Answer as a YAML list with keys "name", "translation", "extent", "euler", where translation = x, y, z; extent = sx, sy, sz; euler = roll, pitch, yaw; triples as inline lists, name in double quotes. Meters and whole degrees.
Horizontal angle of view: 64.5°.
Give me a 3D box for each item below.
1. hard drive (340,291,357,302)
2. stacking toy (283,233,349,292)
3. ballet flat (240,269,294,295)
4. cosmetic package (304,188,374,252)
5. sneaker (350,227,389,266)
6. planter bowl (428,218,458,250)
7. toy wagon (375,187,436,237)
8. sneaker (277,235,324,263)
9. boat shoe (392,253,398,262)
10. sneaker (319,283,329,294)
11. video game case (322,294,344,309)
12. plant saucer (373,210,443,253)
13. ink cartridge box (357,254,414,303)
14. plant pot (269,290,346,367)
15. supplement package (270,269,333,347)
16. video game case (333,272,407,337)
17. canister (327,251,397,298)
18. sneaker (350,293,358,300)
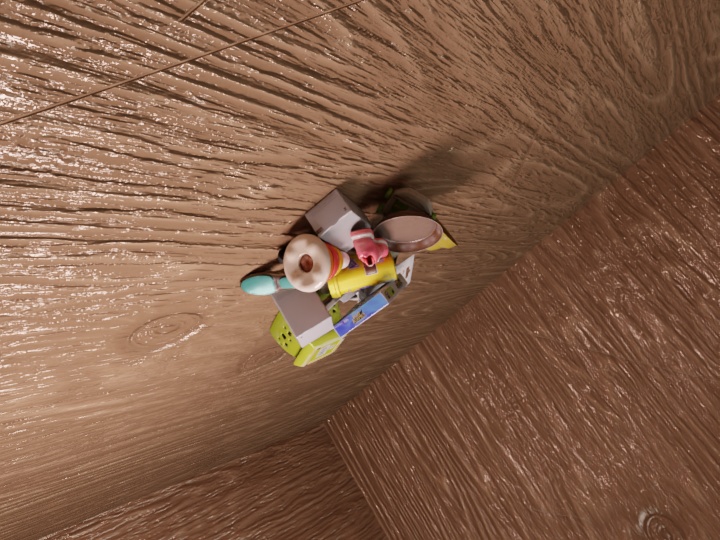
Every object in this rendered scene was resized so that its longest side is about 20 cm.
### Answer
- name: "hard drive"
  translation: [-0.021, 0.054, 1.940]
  extent: [0.132, 0.027, 0.200]
  euler: [-40, -175, -5]
- name: "stacking toy"
  translation: [-0.096, -0.024, 1.512]
  extent: [0.146, 0.147, 0.199]
  euler: [-43, 163, 25]
- name: "ballet flat"
  translation: [-0.229, 0.022, 1.574]
  extent: [0.198, 0.068, 0.073]
  euler: [-9, -155, 4]
- name: "cosmetic package"
  translation: [-0.051, -0.128, 1.515]
  extent: [0.112, 0.081, 0.200]
  euler: [-37, 160, 8]
- name: "sneaker"
  translation: [0.025, -0.048, 1.545]
  extent: [0.073, 0.088, 0.200]
  euler: [-11, 165, 20]
- name: "planter bowl"
  translation: [0.203, -0.123, 1.743]
  extent: [0.083, 0.201, 0.200]
  euler: [-42, 159, 12]
- name: "toy wagon"
  translation: [0.121, -0.153, 1.644]
  extent: [0.200, 0.154, 0.040]
  euler: [-56, -175, 50]
- name: "sneaker"
  translation: [-0.150, -0.038, 1.593]
  extent: [0.199, 0.060, 0.105]
  euler: [-25, 155, -35]
- name: "boat shoe"
  translation: [0.090, -0.062, 1.827]
  extent: [0.071, 0.060, 0.201]
  euler: [4, 144, 4]
- name: "sneaker"
  translation: [-0.094, 0.037, 1.844]
  extent: [0.073, 0.071, 0.200]
  euler: [-27, 159, -20]
- name: "video game case"
  translation: [-0.083, 0.085, 1.844]
  extent: [0.200, 0.017, 0.143]
  euler: [-43, -173, -32]
- name: "plant saucer"
  translation: [0.128, -0.110, 1.581]
  extent: [0.198, 0.035, 0.201]
  euler: [-1, 154, 0]
- name: "ink cartridge box"
  translation: [0.082, 0.029, 1.855]
  extent: [0.199, 0.047, 0.161]
  euler: [-32, 150, -23]
- name: "plant pot"
  translation: [-0.167, 0.203, 1.953]
  extent: [0.198, 0.182, 0.200]
  euler: [-20, 157, -36]
- name: "supplement package"
  translation: [-0.178, 0.101, 1.662]
  extent: [0.116, 0.201, 0.118]
  euler: [-29, 160, -11]
- name: "video game case"
  translation: [0.031, 0.101, 1.701]
  extent: [0.199, 0.046, 0.181]
  euler: [-37, 180, 28]
- name: "canister"
  translation: [0.000, 0.000, 1.683]
  extent: [0.198, 0.087, 0.149]
  euler: [-15, -158, 0]
- name: "sneaker"
  translation: [0.018, 0.058, 2.081]
  extent: [0.088, 0.076, 0.200]
  euler: [-14, 155, -35]
